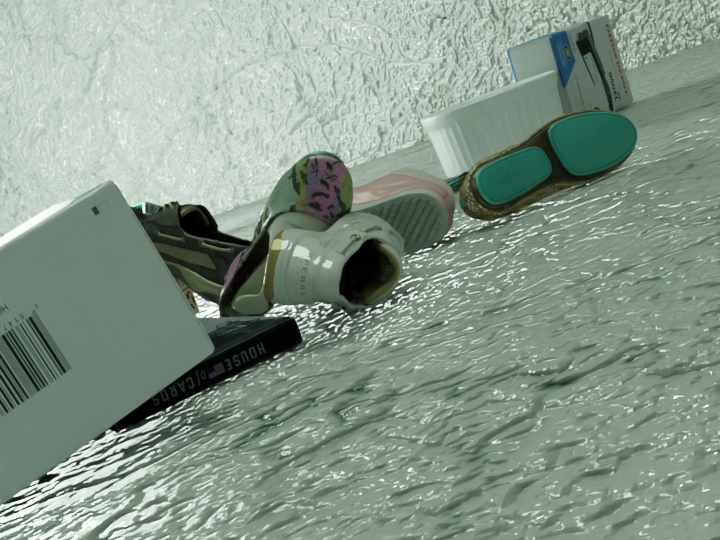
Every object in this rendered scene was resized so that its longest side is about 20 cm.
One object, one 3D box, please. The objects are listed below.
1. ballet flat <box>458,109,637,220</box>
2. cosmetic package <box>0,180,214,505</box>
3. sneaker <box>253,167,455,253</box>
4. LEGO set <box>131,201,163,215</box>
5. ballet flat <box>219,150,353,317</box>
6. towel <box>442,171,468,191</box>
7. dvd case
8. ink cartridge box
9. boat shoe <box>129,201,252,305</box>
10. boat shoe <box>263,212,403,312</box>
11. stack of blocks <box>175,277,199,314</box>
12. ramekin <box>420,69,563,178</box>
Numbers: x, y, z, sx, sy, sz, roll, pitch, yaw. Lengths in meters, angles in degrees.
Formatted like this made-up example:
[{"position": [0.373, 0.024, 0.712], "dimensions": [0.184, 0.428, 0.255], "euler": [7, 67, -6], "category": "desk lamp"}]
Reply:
[{"position": [0.173, -0.100, 1.046], "dimensions": [0.198, 0.071, 0.065], "euler": [-20, -7, -23], "category": "ballet flat"}, {"position": [-0.226, 0.054, 0.685], "dimensions": [0.198, 0.124, 0.199], "euler": [-35, 15, -21], "category": "cosmetic package"}, {"position": [0.002, -0.048, 1.069], "dimensions": [0.197, 0.076, 0.105], "euler": [-9, 16, 20], "category": "sneaker"}, {"position": [-0.436, -0.056, 2.244], "dimensions": [0.198, 0.118, 0.153], "euler": [-11, -18, 32], "category": "LEGO set"}, {"position": [-0.064, -0.011, 0.897], "dimensions": [0.200, 0.069, 0.072], "euler": [-49, 20, 45], "category": "ballet flat"}, {"position": [0.041, -0.082, 1.400], "dimensions": [0.145, 0.022, 0.199], "euler": [-14, 10, 35], "category": "towel"}, {"position": [-0.151, 0.073, 0.829], "dimensions": [0.149, 0.025, 0.199], "euler": [-25, 9, -29], "category": "dvd case"}, {"position": [0.319, -0.292, 1.658], "dimensions": [0.084, 0.146, 0.199], "euler": [-11, 12, 41], "category": "ink cartridge box"}, {"position": [-0.173, -0.033, 1.095], "dimensions": [0.198, 0.074, 0.074], "euler": [25, 16, 24], "category": "boat shoe"}, {"position": [0.000, 0.000, 0.828], "dimensions": [0.068, 0.072, 0.200], "euler": [12, 13, 21], "category": "boat shoe"}, {"position": [-0.278, 0.058, 1.125], "dimensions": [0.198, 0.059, 0.115], "euler": [-18, 8, 14], "category": "stack of blocks"}, {"position": [0.191, -0.198, 1.530], "dimensions": [0.198, 0.099, 0.201], "euler": [-19, 8, 3], "category": "ramekin"}]
